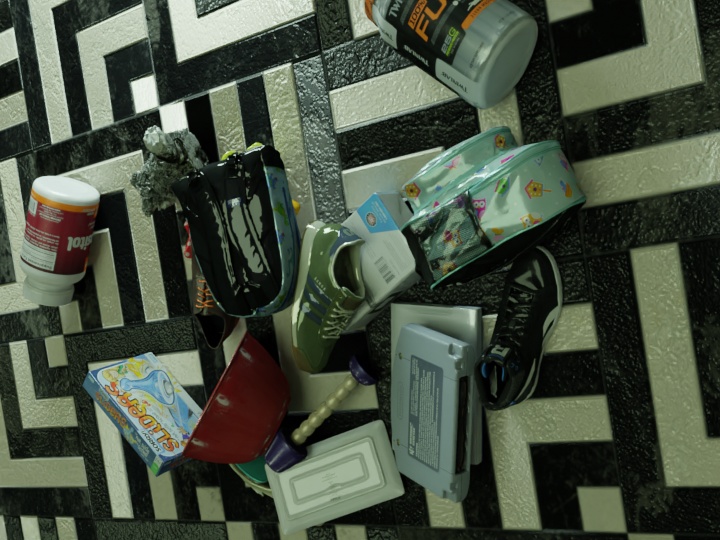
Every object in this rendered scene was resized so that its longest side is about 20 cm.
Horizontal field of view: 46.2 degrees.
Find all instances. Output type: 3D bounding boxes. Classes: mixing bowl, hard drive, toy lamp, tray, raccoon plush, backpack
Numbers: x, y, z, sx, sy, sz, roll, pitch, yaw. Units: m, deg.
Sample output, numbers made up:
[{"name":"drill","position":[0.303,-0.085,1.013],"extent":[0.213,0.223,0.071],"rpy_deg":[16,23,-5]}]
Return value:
[{"name":"mixing bowl","position":[-0.169,0.202,1.230],"extent":[0.107,0.201,0.202],"rpy_deg":[28,112,-4]},{"name":"hard drive","position":[0.101,0.148,1.132],"extent":[0.129,0.025,0.205],"rpy_deg":[3,97,32]},{"name":"toy lamp","position":[-0.058,0.207,1.192],"extent":[0.200,0.058,0.058],"rpy_deg":[-44,73,9]},{"name":"tray","position":[-0.042,0.296,1.201],"extent":[0.197,0.022,0.109],"rpy_deg":[-23,76,15]},{"name":"raccoon plush","position":[-0.315,-0.158,1.267],"extent":[0.132,0.200,0.098],"rpy_deg":[-23,65,11]},{"name":"backpack","position":[-0.147,-0.038,1.129],"extent":[0.160,0.153,0.204],"rpy_deg":[-20,73,16]},{"name":"backpack","position":[0.157,-0.082,0.986],"extent":[0.197,0.175,0.156],"rpy_deg":[-22,88,27]}]

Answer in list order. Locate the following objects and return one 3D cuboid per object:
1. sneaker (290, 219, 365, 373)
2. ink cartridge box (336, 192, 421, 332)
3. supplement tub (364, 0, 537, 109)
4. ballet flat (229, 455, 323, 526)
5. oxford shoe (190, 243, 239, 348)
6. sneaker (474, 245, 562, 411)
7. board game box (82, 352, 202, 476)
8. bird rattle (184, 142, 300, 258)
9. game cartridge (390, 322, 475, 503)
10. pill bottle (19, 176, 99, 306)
[{"name":"sneaker","position":[-0.036,0.040,1.101],"extent":[0.088,0.067,0.205],"rpy_deg":[9,98,36]},{"name":"ink cartridge box","position":[0.000,0.000,1.155],"extent":[0.199,0.066,0.117],"rpy_deg":[-41,75,29]},{"name":"supplement tub","position":[0.106,-0.298,1.024],"extent":[0.199,0.122,0.124],"rpy_deg":[39,114,22]},{"name":"ballet flat","position":[-0.125,0.324,1.276],"extent":[0.197,0.069,0.071],"rpy_deg":[23,107,27]},{"name":"oxford shoe","position":[-0.216,0.025,1.245],"extent":[0.069,0.073,0.203],"rpy_deg":[2,127,11]},{"name":"sneaker","position":[0.189,0.074,1.019],"extent":[0.072,0.111,0.205],"rpy_deg":[12,102,28]},{"name":"board game box","position":[-0.330,0.224,1.346],"extent":[0.200,0.134,0.035],"rpy_deg":[43,119,20]},{"name":"bird rattle","position":[-0.173,-0.075,1.241],"extent":[0.161,0.113,0.203],"rpy_deg":[30,114,8]},{"name":"game cartridge","position":[0.089,0.176,1.078],"extent":[0.132,0.041,0.205],"rpy_deg":[21,114,57]},{"name":"pill bottle","position":[-0.520,-0.049,1.448],"extent":[0.112,0.112,0.204],"rpy_deg":[26,109,27]}]
